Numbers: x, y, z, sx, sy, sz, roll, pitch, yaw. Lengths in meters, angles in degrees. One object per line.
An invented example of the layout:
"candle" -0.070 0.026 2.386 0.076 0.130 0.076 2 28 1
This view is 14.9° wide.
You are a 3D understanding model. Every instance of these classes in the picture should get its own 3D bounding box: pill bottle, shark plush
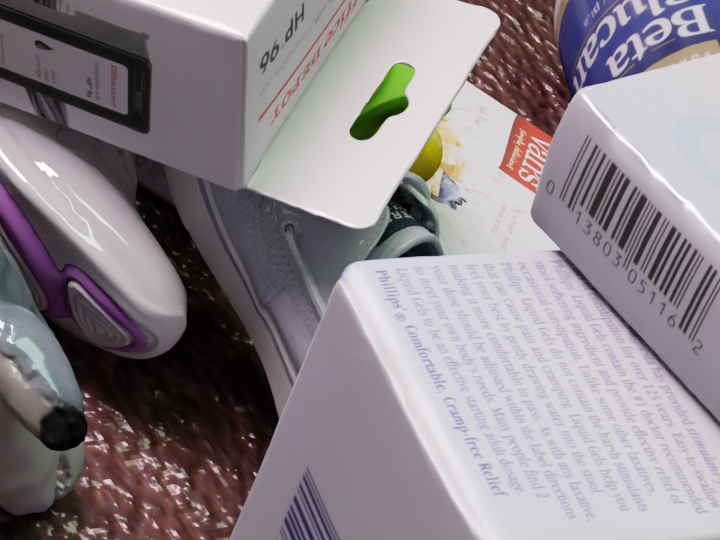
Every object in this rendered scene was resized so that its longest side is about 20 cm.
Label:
"pill bottle" 0.149 -0.055 1.134 0.111 0.111 0.201 20 34 -23
"shark plush" -0.137 -0.018 0.795 0.201 0.091 0.083 61 25 -4

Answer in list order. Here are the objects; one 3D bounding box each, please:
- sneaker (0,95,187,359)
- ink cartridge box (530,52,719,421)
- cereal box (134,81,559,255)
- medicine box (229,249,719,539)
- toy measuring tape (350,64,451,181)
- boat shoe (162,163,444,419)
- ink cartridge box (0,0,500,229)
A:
"sneaker" -0.102 -0.061 0.907 0.099 0.075 0.200 -28 63 -18
"ink cartridge box" 0.167 -0.001 0.721 0.199 0.047 0.160 -18 53 -36
"cereal box" -0.013 -0.050 1.040 0.199 0.040 0.144 32 33 -5
"medicine box" 0.072 0.092 0.755 0.199 0.183 0.103 -3 45 -28
"toy measuring tape" -0.041 -0.102 0.978 0.073 0.074 0.200 -12 59 -51
"boat shoe" 0.000 0.001 0.887 0.070 0.071 0.202 -15 80 -50
"ink cartridge box" -0.063 -0.101 0.862 0.199 0.068 0.116 21 50 14
